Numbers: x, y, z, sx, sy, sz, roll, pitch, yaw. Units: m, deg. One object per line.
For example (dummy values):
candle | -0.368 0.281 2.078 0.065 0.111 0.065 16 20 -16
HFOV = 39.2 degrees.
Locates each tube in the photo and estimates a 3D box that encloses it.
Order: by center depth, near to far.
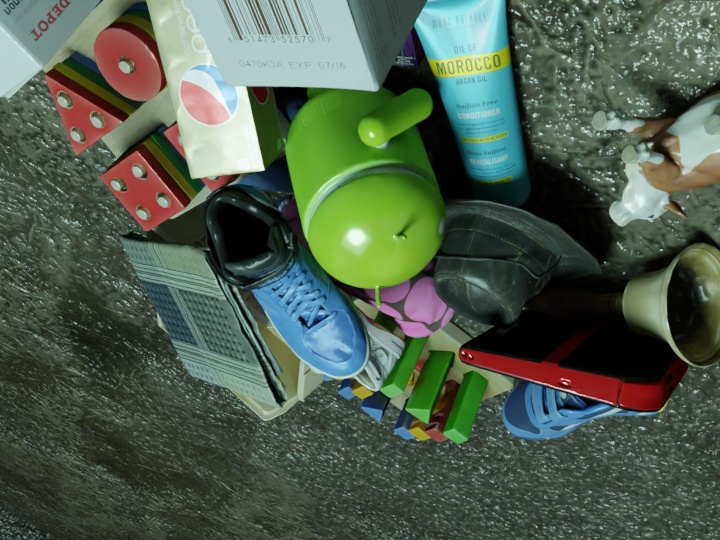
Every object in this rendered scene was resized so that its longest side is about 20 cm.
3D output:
tube | 0.098 -0.138 0.822 0.076 0.051 0.201 -8 132 15

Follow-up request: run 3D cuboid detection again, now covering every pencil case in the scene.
pencil case | 0.000 0.000 1.007 0.199 0.092 0.094 28 136 -24

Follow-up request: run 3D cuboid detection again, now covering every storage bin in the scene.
storage bin | -0.132 0.040 1.123 0.198 0.094 0.201 39 149 20

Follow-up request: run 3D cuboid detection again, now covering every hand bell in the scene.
hand bell | 0.233 0.030 0.934 0.104 0.105 0.199 46 155 -26

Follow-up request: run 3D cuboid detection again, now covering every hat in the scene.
hat | 0.121 0.005 0.909 0.198 0.082 0.201 16 168 4

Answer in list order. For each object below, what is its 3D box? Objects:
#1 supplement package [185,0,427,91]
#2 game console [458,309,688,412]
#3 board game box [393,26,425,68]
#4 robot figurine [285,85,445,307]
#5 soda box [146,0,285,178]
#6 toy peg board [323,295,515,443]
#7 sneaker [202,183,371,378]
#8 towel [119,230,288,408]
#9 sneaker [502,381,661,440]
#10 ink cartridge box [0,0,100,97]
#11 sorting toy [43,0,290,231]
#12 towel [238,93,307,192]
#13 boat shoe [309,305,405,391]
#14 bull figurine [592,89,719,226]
supplement package | -0.017 -0.223 0.641 0.116 0.201 0.118 7 142 28
game console | 0.200 0.078 0.921 0.175 0.200 0.031 9 101 24
board game box | -0.049 -0.226 0.821 0.198 0.032 0.121 10 139 25
robot figurine | 0.003 -0.071 0.830 0.114 0.201 0.177 -1 138 -17
soda box | -0.117 -0.179 0.792 0.067 0.064 0.202 -4 114 15
toy peg board | 0.038 0.129 1.174 0.199 0.098 0.199 37 145 -14
sneaker | -0.066 0.012 0.864 0.201 0.076 0.111 57 -173 1
towel | -0.159 0.046 1.052 0.199 0.034 0.194 11 130 51
sneaker | 0.216 0.126 1.046 0.082 0.075 0.199 12 153 -41
ink cartridge box | -0.315 -0.270 0.839 0.083 0.146 0.200 -16 128 43
sorting toy | -0.191 -0.143 0.917 0.199 0.070 0.199 -22 114 43
towel | -0.125 -0.132 0.981 0.198 0.049 0.112 10 143 26
boat shoe | -0.029 0.067 0.990 0.070 0.070 0.199 6 160 45
bull figurine | 0.247 -0.094 0.738 0.120 0.066 0.199 10 153 -40
